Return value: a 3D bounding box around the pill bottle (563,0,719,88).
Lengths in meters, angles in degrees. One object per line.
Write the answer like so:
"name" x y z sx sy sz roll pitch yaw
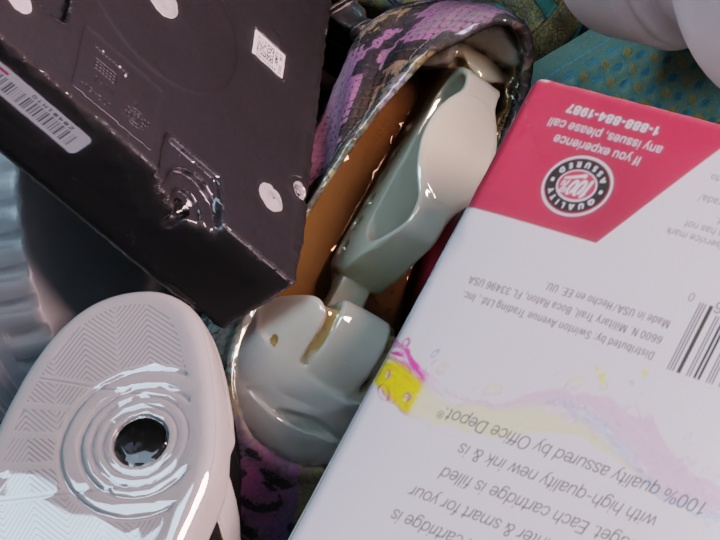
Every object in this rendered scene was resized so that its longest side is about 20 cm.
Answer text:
"pill bottle" 0.158 -0.099 0.847 0.199 0.120 0.120 15 66 39

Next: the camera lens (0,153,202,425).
"camera lens" -0.147 -0.007 0.980 0.199 0.160 0.161 -7 53 33

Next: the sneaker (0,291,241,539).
"sneaker" -0.061 0.116 0.848 0.073 0.112 0.201 -7 57 13

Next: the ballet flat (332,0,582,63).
"ballet flat" -0.003 -0.120 1.034 0.199 0.071 0.071 21 71 45

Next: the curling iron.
"curling iron" -0.033 -0.083 1.041 0.026 0.050 0.200 -38 26 -22

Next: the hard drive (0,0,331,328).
"hard drive" -0.070 -0.094 0.901 0.038 0.140 0.201 -31 34 30

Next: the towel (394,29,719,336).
"towel" 0.072 0.008 0.909 0.146 0.022 0.201 -28 46 18

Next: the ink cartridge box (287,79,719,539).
"ink cartridge box" 0.075 0.063 0.792 0.147 0.086 0.201 20 77 38

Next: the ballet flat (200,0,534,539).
"ballet flat" 0.000 0.000 0.897 0.071 0.069 0.201 -11 51 64
